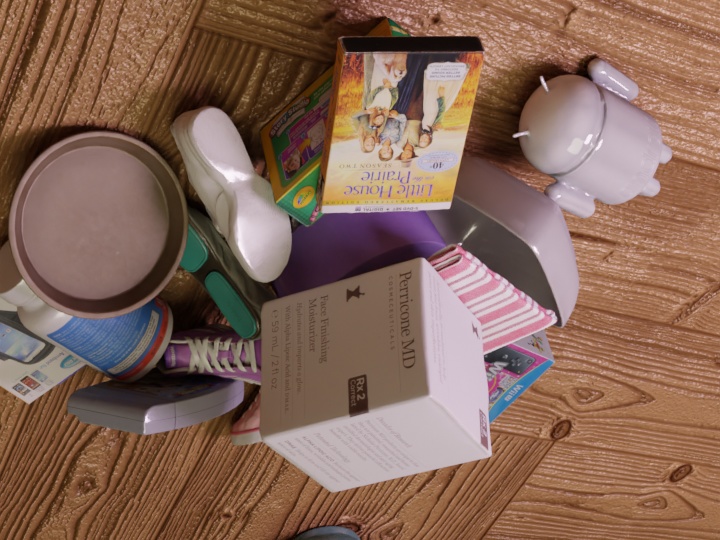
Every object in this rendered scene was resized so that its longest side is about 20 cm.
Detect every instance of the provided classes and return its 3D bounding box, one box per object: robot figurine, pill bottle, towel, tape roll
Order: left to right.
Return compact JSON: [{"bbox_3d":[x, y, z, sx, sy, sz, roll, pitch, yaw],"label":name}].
[{"bbox_3d":[-0.316,0.037,1.668,0.112,0.113,0.200,-35,133,19],"label":"pill bottle"},{"bbox_3d":[0.000,0.000,1.692,0.198,0.086,0.201,-24,153,-13],"label":"tape roll"},{"bbox_3d":[0.108,0.039,1.635,0.145,0.030,0.199,-23,143,32],"label":"towel"},{"bbox_3d":[0.257,-0.147,1.649,0.198,0.112,0.172,21,84,-32],"label":"robot figurine"}]

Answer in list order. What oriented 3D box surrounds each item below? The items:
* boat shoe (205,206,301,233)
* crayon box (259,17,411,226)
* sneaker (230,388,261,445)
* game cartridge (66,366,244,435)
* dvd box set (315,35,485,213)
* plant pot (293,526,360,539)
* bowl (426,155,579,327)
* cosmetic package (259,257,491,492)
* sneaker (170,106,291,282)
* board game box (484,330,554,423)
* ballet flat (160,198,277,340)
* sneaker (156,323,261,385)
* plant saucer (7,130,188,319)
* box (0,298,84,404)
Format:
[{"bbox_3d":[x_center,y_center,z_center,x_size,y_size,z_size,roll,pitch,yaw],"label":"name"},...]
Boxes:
[{"bbox_3d":[-0.077,-0.057,1.675,0.197,0.067,0.074,-1,134,-15],"label":"boat shoe"},{"bbox_3d":[-0.014,-0.156,1.561,0.199,0.120,0.058,-39,131,22],"label":"crayon box"},{"bbox_3d":[-0.101,0.161,1.886,0.075,0.106,0.199,-9,172,-43],"label":"sneaker"},{"bbox_3d":[-0.228,0.149,1.724,0.132,0.042,0.199,2,-172,29],"label":"game cartridge"},{"bbox_3d":[0.037,-0.143,1.480,0.144,0.030,0.202,-2,133,-14],"label":"dvd box set"},{"bbox_3d":[-0.044,0.458,2.136,0.197,0.135,0.202,-8,134,-8],"label":"plant pot"},{"bbox_3d":[0.166,-0.045,1.680,0.075,0.199,0.201,-49,146,-12],"label":"bowl"},{"bbox_3d":[0.017,0.115,1.568,0.198,0.167,0.165,-17,146,22],"label":"cosmetic package"},{"bbox_3d":[-0.142,-0.081,1.591,0.075,0.088,0.202,-33,108,-31],"label":"sneaker"},{"bbox_3d":[0.127,0.109,1.898,0.198,0.065,0.148,22,125,-32],"label":"board game box"},{"bbox_3d":[-0.162,-0.011,1.672,0.201,0.064,0.067,53,135,-2],"label":"ballet flat"},{"bbox_3d":[-0.164,0.101,1.715,0.113,0.074,0.199,-6,-179,-44],"label":"sneaker"},{"bbox_3d":[-0.282,-0.049,1.586,0.198,0.029,0.203,-4,98,-25],"label":"plant saucer"},{"bbox_3d":[-0.402,0.081,1.739,0.118,0.042,0.200,-34,131,17],"label":"box"}]
